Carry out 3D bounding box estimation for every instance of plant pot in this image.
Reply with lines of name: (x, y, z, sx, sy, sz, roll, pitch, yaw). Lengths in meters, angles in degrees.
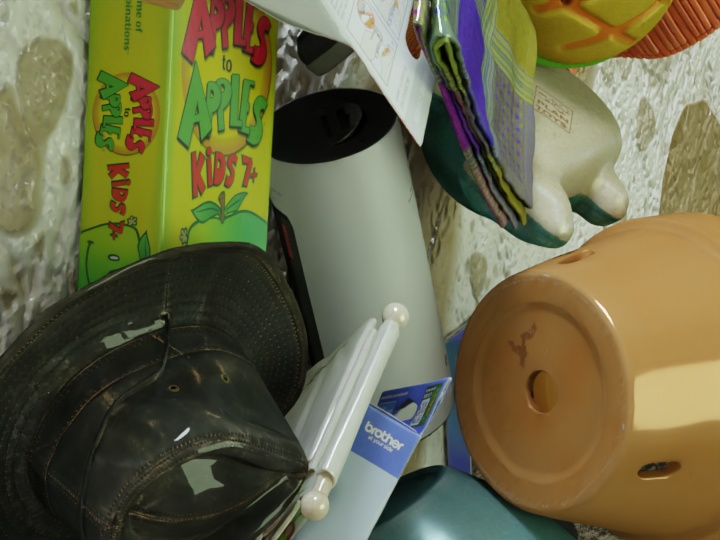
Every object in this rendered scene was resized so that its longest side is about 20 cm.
plant pot: (0.149, 0.068, 1.086, 0.139, 0.199, 0.202, -3, 99, -41)
plant pot: (0.044, 0.195, 1.097, 0.135, 0.199, 0.200, 60, 34, -5)

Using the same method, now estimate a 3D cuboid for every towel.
towel: (0.065, -0.127, 0.987, 0.200, 0.023, 0.145, 60, 31, -57)

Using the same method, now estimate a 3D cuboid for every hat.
hat: (-0.078, 0.082, 0.831, 0.200, 0.081, 0.202, -31, 137, -33)

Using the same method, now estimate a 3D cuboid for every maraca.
maraca: (0.138, -0.216, 1.116, 0.136, 0.107, 0.201, -8, 120, -22)

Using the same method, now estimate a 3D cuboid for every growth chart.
growth chart: (-0.036, 0.094, 0.944, 0.145, 0.018, 0.200, -64, -169, -28)

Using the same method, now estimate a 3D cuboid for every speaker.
speaker: (0.000, 0.000, 1.051, 0.081, 0.081, 0.201, -55, 142, -45)

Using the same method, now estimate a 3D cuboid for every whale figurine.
whale figurine: (0.089, -0.065, 1.150, 0.104, 0.159, 0.200, -51, -167, 26)

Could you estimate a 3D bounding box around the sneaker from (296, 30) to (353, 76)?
sneaker: (-0.003, -0.213, 1.026, 0.201, 0.106, 0.075, -58, -170, 2)

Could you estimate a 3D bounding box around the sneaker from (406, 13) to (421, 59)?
sneaker: (0.041, -0.223, 1.114, 0.073, 0.077, 0.201, -76, 176, -62)

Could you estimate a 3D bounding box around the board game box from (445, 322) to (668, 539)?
board game box: (0.167, 0.118, 1.284, 0.097, 0.199, 0.161, -31, 123, -57)

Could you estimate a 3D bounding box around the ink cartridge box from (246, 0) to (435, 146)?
ink cartridge box: (-0.026, -0.175, 0.905, 0.200, 0.057, 0.163, 59, 29, -34)

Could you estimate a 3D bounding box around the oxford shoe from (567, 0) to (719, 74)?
oxford shoe: (0.169, -0.180, 1.237, 0.071, 0.199, 0.073, 56, 40, -27)

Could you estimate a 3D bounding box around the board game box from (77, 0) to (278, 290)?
board game box: (-0.086, -0.060, 0.897, 0.101, 0.047, 0.202, -8, 103, -63)

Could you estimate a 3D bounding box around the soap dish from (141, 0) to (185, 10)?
soap dish: (-0.096, -0.199, 0.737, 0.081, 0.156, 0.201, 90, 21, -53)

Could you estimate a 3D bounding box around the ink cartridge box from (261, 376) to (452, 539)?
ink cartridge box: (-0.029, 0.137, 0.951, 0.201, 0.042, 0.119, -59, -171, -14)
